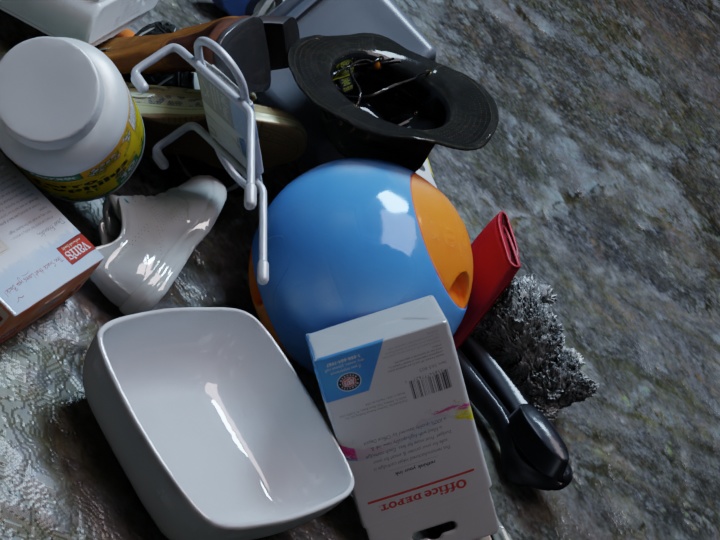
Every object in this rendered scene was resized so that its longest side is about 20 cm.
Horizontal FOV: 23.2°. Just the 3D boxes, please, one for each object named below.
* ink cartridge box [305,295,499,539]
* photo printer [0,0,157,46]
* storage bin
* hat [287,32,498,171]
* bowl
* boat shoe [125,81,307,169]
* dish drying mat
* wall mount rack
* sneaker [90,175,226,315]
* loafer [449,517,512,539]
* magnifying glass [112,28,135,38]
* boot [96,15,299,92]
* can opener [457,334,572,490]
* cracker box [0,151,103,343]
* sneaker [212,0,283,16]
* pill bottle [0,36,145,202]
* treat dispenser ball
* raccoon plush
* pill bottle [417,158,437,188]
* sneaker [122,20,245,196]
[{"bbox_3d":[0.037,0.136,1.466,0.068,0.115,0.200,-117,-169,-70],"label":"ink cartridge box"},{"bbox_3d":[-0.302,-0.292,1.644,0.200,0.069,0.166,28,28,5],"label":"photo printer"},{"bbox_3d":[-0.027,-0.191,1.724,0.134,0.200,0.146,46,-13,14],"label":"storage bin"},{"bbox_3d":[0.020,-0.138,1.601,0.201,0.081,0.201,15,31,-9],"label":"hat"},{"bbox_3d":[-0.121,0.130,1.377,0.200,0.075,0.200,-4,55,-53],"label":"bowl"},{"bbox_3d":[-0.146,-0.139,1.585,0.200,0.073,0.063,7,51,-4],"label":"boat shoe"},{"bbox_3d":[0.087,0.037,1.618,0.018,0.200,0.077,13,41,-27],"label":"dish drying mat"},{"bbox_3d":[-0.114,-0.092,1.457,0.075,0.200,0.174,-38,64,-17],"label":"wall mount rack"},{"bbox_3d":[-0.181,-0.042,1.518,0.088,0.075,0.200,38,32,-8],"label":"sneaker"},{"bbox_3d":[0.086,0.213,1.542,0.200,0.063,0.072,62,0,32],"label":"loafer"},{"bbox_3d":[-0.256,-0.186,1.658,0.080,0.022,0.200,42,32,-6],"label":"magnifying glass"},{"bbox_3d":[-0.174,-0.197,1.562,0.188,0.200,0.069,-57,144,-65],"label":"boot"},{"bbox_3d":[0.143,0.134,1.710,0.063,0.079,0.200,0,43,-41],"label":"can opener"},{"bbox_3d":[-0.315,-0.042,1.369,0.200,0.058,0.134,45,30,3],"label":"cracker box"},{"bbox_3d":[-0.066,-0.262,1.919,0.200,0.081,0.146,12,39,-51],"label":"sneaker"},{"bbox_3d":[-0.239,-0.125,1.421,0.113,0.113,0.200,47,-6,4],"label":"pill bottle"},{"bbox_3d":[0.000,0.000,1.558,0.201,0.201,0.201,31,33,-23],"label":"treat dispenser ball"},{"bbox_3d":[0.157,0.079,1.743,0.200,0.097,0.134,16,41,-61],"label":"raccoon plush"},{"bbox_3d":[0.008,-0.127,1.812,0.114,0.114,0.200,23,37,-33],"label":"pill bottle"},{"bbox_3d":[-0.165,-0.151,1.680,0.200,0.074,0.079,60,4,18],"label":"sneaker"}]
